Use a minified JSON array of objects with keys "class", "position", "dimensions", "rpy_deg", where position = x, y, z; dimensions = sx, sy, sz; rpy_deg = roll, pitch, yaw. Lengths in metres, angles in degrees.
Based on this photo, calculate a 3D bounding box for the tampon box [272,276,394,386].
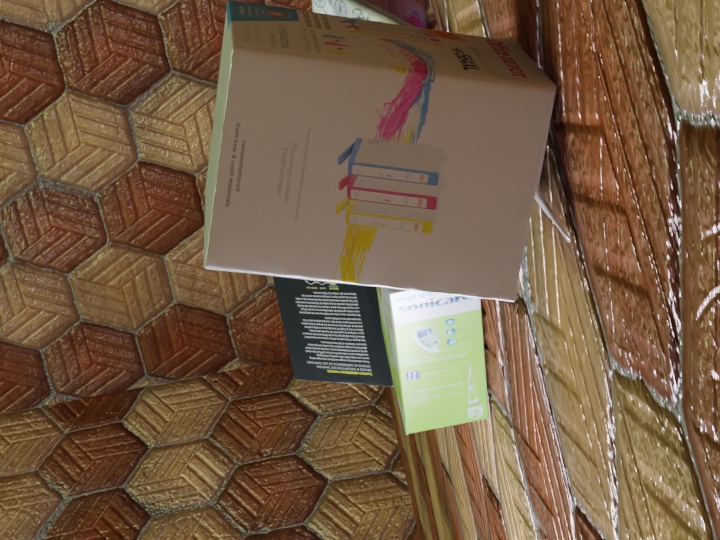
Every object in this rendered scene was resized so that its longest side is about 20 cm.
[{"class":"tampon box","position":[0.000,0.000,1.681],"dimensions":[0.150,0.126,0.201],"rpy_deg":[-40,-55,-52]}]

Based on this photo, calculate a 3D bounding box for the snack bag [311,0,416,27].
[{"class":"snack bag","position":[0.018,-0.128,1.356],"dimensions":[0.188,0.021,0.201],"rpy_deg":[35,137,44]}]

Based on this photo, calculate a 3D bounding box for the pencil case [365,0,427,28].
[{"class":"pencil case","position":[0.021,-0.208,1.410],"dimensions":[0.087,0.087,0.201],"rpy_deg":[-107,8,-73]}]

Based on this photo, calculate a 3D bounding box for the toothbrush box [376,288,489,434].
[{"class":"toothbrush box","position":[0.062,0.031,1.486],"dimensions":[0.200,0.086,0.146],"rpy_deg":[83,175,-46]}]

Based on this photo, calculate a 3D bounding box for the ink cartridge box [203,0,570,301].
[{"class":"ink cartridge box","position":[0.017,-0.068,0.899],"dimensions":[0.129,0.199,0.126],"rpy_deg":[-106,23,-69]}]
